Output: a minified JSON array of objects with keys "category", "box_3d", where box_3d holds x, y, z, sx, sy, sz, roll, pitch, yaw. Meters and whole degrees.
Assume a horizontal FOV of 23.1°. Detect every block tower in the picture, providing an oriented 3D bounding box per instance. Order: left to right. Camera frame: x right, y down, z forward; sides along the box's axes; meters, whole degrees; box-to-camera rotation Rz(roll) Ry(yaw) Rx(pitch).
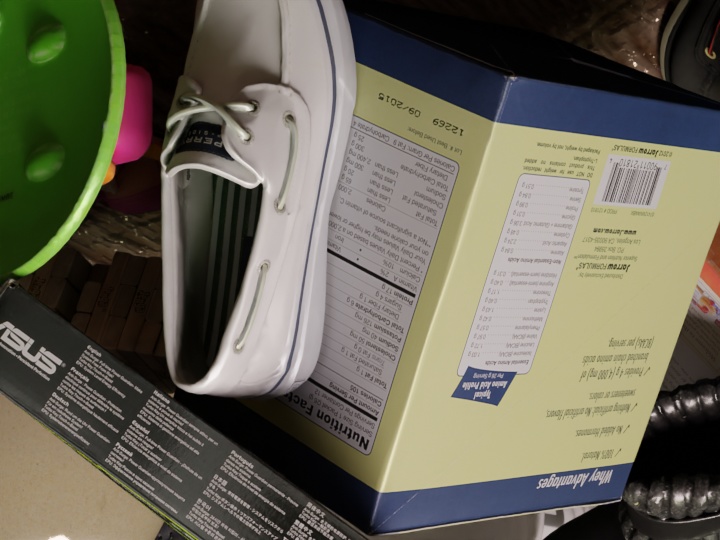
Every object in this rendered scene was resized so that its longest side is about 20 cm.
[{"category":"block tower","box_3d":[-0.132,0.024,0.902,0.198,0.054,0.058,6,156,23]}]

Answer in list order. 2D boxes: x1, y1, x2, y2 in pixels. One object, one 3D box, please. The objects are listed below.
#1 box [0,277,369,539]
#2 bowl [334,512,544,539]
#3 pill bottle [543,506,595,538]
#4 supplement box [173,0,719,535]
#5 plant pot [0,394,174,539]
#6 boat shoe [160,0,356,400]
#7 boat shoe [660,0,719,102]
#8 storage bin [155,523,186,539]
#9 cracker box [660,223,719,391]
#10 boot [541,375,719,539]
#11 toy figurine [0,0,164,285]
[{"category":"box","box_3d":[-0.067,0.098,0.782,0.048,0.199,0.193,-52,164,-12]},{"category":"bowl","box_3d":[0.005,0.114,1.023,0.198,0.201,0.075,-7,142,3]},{"category":"pill bottle","box_3d":[0.078,0.185,1.246,0.199,0.115,0.114,16,137,-37]},{"category":"supplement box","box_3d":[0.049,-0.005,0.812,0.199,0.134,0.201,2,111,-48]},{"category":"plant pot","box_3d":[-0.188,0.121,1.033,0.198,0.135,0.201,-10,146,-7]},{"category":"boat shoe","box_3d":[-0.046,-0.047,0.715,0.073,0.202,0.067,-2,180,32]},{"category":"boat shoe","box_3d":[0.200,-0.122,0.883,0.073,0.063,0.202,-13,149,-12]},{"category":"storage bin","box_3d":[-0.105,0.230,1.164,0.093,0.201,0.135,-18,147,9]},{"category":"cracker box","box_3d":[0.162,0.031,1.022,0.057,0.134,0.200,-24,157,-35]},{"category":"boot","box_3d":[0.150,0.139,0.960,0.211,0.080,0.158,-37,157,5]},{"category":"toy figurine","box_3d":[-0.117,-0.050,0.831,0.199,0.152,0.183,-13,163,37]}]
